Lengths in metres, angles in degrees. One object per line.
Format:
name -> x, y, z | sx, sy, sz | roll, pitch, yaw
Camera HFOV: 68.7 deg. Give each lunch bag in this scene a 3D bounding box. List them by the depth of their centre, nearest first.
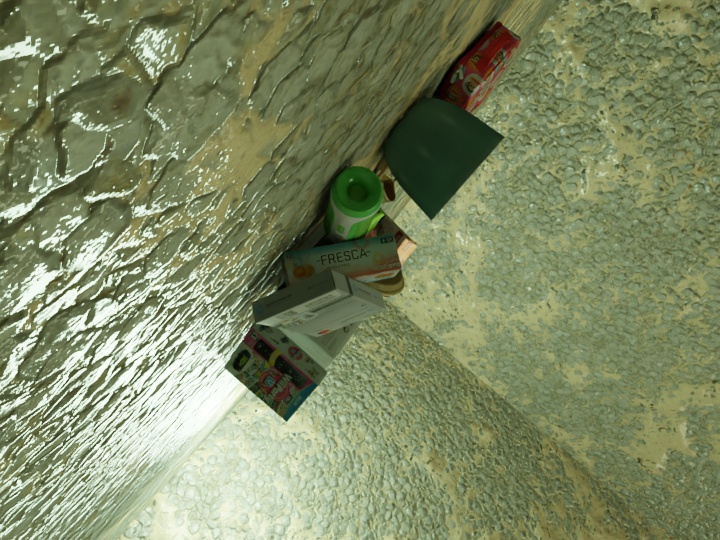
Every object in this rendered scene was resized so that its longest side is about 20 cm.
lunch bag -> 0.242, -0.406, 1.081 | 0.200, 0.082, 0.176 | -49, 177, -22

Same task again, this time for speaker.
speaker -> -0.016, -0.101, 0.879 | 0.089, 0.088, 0.200 | -50, 178, -14

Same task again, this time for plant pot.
plant pot -> 0.141, -0.223, 0.987 | 0.201, 0.161, 0.201 | -48, 177, -3

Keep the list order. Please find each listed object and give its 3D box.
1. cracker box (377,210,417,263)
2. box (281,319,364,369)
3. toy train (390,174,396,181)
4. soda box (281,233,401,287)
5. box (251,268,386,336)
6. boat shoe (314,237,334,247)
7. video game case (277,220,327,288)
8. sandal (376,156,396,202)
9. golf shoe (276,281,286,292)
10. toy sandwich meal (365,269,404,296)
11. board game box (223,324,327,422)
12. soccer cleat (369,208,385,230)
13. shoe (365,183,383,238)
cracker box -> 0.043, -0.075, 1.379 | 0.058, 0.200, 0.134 | 29, 105, -43
box -> -0.133, 0.163, 1.481 | 0.171, 0.200, 0.199 | -49, -179, 45
toy train -> 0.146, -0.248, 1.391 | 0.085, 0.116, 0.200 | -48, 177, -38
soda box -> -0.034, -0.008, 0.915 | 0.199, 0.069, 0.064 | -10, 167, -13
box -> -0.065, 0.062, 0.910 | 0.155, 0.041, 0.200 | -23, 157, 20
boat shoe -> -0.049, -0.033, 1.011 | 0.201, 0.072, 0.072 | -57, 180, -25
video game case -> -0.088, -0.051, 1.070 | 0.200, 0.022, 0.182 | -49, 178, -28
sandal -> 0.051, -0.179, 1.148 | 0.078, 0.070, 0.212 | -49, 177, -42
golf shoe -> -0.121, 0.060, 1.055 | 0.088, 0.078, 0.200 | -26, 172, 21
toy sandwich meal -> 0.000, 0.000, 1.119 | 0.070, 0.204, 0.205 | -60, 174, 28
board game box -> -0.198, 0.231, 1.230 | 0.148, 0.200, 0.064 | -51, 178, 26
soccer cleat -> 0.012, -0.111, 1.182 | 0.081, 0.068, 0.200 | -29, -174, -4
shoe -> 0.019, -0.116, 1.317 | 0.200, 0.091, 0.071 | -51, 178, 3
